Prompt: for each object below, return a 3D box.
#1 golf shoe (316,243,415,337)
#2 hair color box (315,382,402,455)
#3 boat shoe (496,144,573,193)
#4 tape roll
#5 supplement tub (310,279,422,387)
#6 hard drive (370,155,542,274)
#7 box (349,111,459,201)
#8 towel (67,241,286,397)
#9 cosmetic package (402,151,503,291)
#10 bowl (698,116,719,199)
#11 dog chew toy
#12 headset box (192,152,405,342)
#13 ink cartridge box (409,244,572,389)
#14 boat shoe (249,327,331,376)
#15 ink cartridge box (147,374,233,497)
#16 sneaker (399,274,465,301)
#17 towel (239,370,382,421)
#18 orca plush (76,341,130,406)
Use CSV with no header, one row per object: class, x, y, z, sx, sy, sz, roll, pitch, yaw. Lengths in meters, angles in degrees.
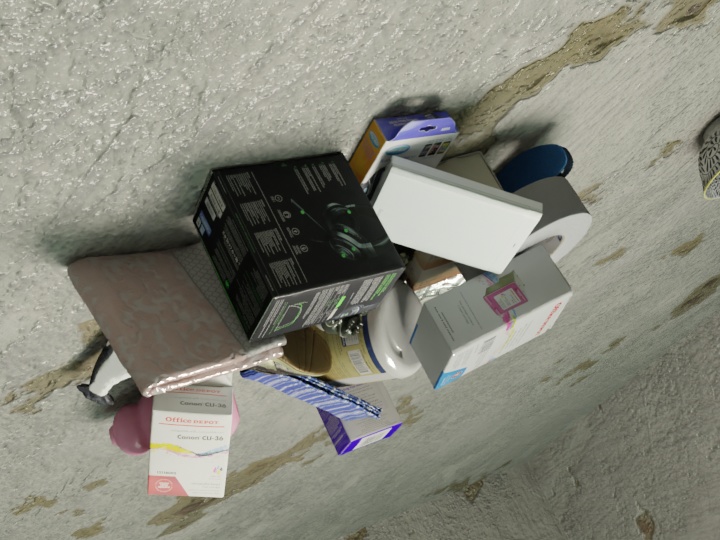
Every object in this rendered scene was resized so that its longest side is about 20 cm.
golf shoe,0.000,0.000,1.325,0.201,0.077,0.088,-51,-157,-20
hair color box,-0.026,0.194,1.598,0.108,0.203,0.065,-13,155,-33
boat shoe,0.240,-0.123,1.422,0.068,0.086,0.199,18,146,-38
tape roll,0.229,-0.044,1.356,0.198,0.067,0.201,-28,159,-12
supplement tub,-0.014,0.098,1.421,0.197,0.148,0.143,-12,169,33
hard drive,0.111,-0.066,1.198,0.196,0.027,0.133,16,142,-10
box,0.041,-0.132,1.208,0.117,0.042,0.201,-13,150,-35
towel,-0.206,0.044,1.080,0.188,0.200,0.033,-12,137,-39
cosmetic package,0.121,-0.067,1.372,0.102,0.088,0.201,-19,155,-23
bowl,0.666,-0.224,1.680,0.198,0.095,0.202,-24,156,-11
dog chew toy,-0.289,0.227,1.473,0.196,0.127,0.125,-17,156,-7
headset box,-0.067,-0.034,1.109,0.197,0.176,0.093,-13,153,-35
ink cartridge box,0.178,0.065,1.318,0.197,0.086,0.145,-24,159,-16
boat shoe,-0.126,0.104,1.305,0.198,0.075,0.064,24,144,-37
ink cartridge box,-0.245,0.229,1.375,0.114,0.068,0.203,4,121,-10
sneaker,0.099,0.013,1.530,0.198,0.076,0.088,-34,157,10
towel,-0.078,0.185,1.431,0.197,0.024,0.144,27,160,-17
orca plush,-0.290,0.107,1.275,0.201,0.104,0.071,-54,-178,27
